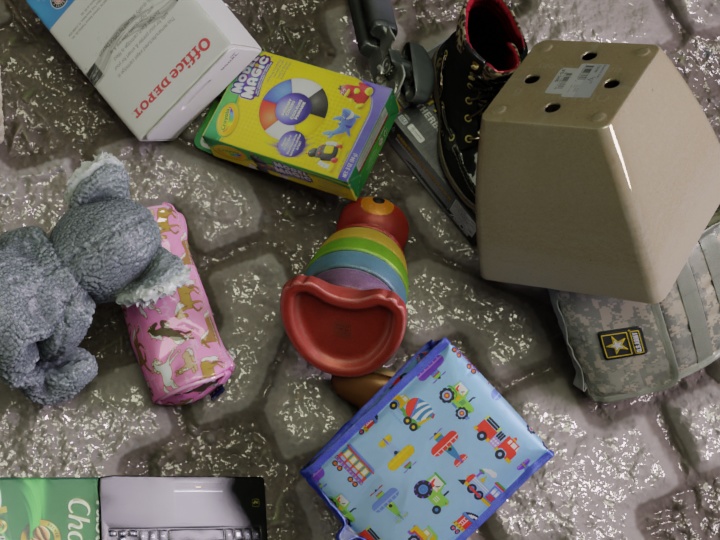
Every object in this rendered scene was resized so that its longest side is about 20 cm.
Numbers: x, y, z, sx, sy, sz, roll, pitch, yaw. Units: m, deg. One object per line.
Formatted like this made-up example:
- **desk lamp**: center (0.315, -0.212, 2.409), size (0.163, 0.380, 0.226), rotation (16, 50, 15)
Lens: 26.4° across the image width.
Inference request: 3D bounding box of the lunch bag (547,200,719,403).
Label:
- **lunch bag**: center (0.291, 0.029, 1.553), size (0.199, 0.165, 0.118), rotation (-31, 33, -11)

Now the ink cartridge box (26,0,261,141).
- **ink cartridge box**: center (-0.222, -0.252, 1.577), size (0.145, 0.084, 0.200), rotation (-43, 80, 18)

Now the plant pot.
- **plant pot**: center (0.220, -0.111, 1.476), size (0.199, 0.178, 0.200), rotation (8, 45, 35)

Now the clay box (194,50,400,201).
- **clay box**: center (-0.073, -0.156, 1.585), size (0.199, 0.048, 0.115), rotation (18, 71, 20)

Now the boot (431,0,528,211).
- **boot**: center (0.126, -0.172, 1.557), size (0.073, 0.151, 0.201), rotation (-4, 70, -12)

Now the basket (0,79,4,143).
- **basket**: center (-0.460, -0.159, 1.471), size (0.161, 0.200, 0.198), rotation (42, 68, 4)

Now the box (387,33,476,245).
- **box**: center (0.123, -0.150, 1.657), size (0.158, 0.048, 0.200), rotation (-34, 79, -20)

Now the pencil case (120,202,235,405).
- **pencil case**: center (-0.190, 0.032, 1.513), size (0.086, 0.083, 0.201), rotation (-8, 69, -39)

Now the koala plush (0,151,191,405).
- **koala plush**: center (-0.269, 0.002, 1.429), size (0.199, 0.184, 0.178), rotation (-30, 79, -1)

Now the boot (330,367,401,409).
- **boot**: center (0.033, 0.192, 1.508), size (0.199, 0.077, 0.156), rotation (30, 71, -6)

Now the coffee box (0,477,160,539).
- **coffee box**: center (-0.285, 0.254, 1.431), size (0.199, 0.044, 0.124), rotation (3, 69, -10)

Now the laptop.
- **laptop**: center (-0.135, 0.280, 1.388), size (0.176, 0.103, 0.201), rotation (6, 72, -34)

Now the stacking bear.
- **stacking bear**: center (0.000, 0.000, 1.528), size (0.121, 0.114, 0.200), rotation (10, 40, 6)

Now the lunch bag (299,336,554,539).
- **lunch bag**: center (0.054, 0.186, 1.437), size (0.200, 0.094, 0.151), rotation (-44, 92, -9)

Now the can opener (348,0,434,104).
- **can opener**: center (0.032, -0.251, 1.650), size (0.067, 0.053, 0.201), rotation (12, 46, -25)
